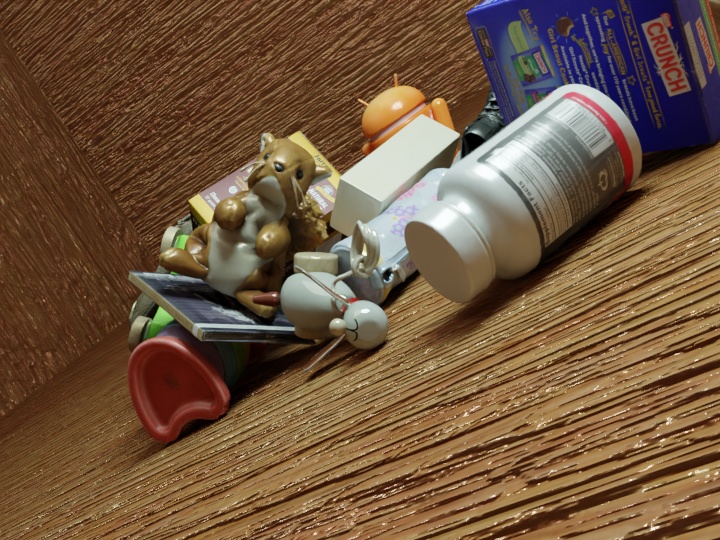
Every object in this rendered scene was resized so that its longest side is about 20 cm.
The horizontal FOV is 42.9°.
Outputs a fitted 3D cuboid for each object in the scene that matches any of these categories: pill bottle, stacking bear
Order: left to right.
[{"bbox_3d":[-0.176,0.097,1.085,0.121,0.114,0.200,-29,5,26],"label":"stacking bear"},{"bbox_3d":[0.135,-0.063,0.777,0.199,0.111,0.111,-37,9,-21],"label":"pill bottle"}]

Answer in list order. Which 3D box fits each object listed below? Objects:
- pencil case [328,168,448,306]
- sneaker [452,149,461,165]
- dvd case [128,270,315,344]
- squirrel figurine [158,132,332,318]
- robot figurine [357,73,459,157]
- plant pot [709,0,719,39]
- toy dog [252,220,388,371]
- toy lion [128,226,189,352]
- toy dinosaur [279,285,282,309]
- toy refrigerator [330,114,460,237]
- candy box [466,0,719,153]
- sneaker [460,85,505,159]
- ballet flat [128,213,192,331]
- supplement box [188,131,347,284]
[{"bbox_3d":[0.052,-0.040,1.046,0.200,0.084,0.090,-40,11,-36],"label":"pencil case"},{"bbox_3d":[0.165,-0.148,1.244,0.116,0.075,0.200,-49,-3,-34],"label":"sneaker"},{"bbox_3d":[-0.162,0.042,1.058,0.147,0.016,0.199,6,14,-39],"label":"dvd case"},{"bbox_3d":[-0.112,-0.062,1.075,0.188,0.140,0.200,-65,-9,6],"label":"squirrel figurine"},{"bbox_3d":[0.079,-0.202,1.433,0.116,0.201,0.144,-36,8,-14],"label":"robot figurine"},{"bbox_3d":[0.290,-0.207,0.925,0.198,0.094,0.201,6,-12,1],"label":"plant pot"},{"bbox_3d":[-0.048,0.034,0.924,0.095,0.134,0.200,-5,-10,-19],"label":"toy dog"},{"bbox_3d":[-0.240,0.067,1.231,0.192,0.068,0.202,86,-163,-71],"label":"toy lion"},{"bbox_3d":[-0.108,0.058,1.234,0.199,0.048,0.088,-39,16,-12],"label":"toy dinosaur"},{"bbox_3d":[0.044,-0.117,1.156,0.200,0.070,0.076,-44,-23,-43],"label":"toy refrigerator"},{"bbox_3d":[0.219,-0.191,0.836,0.199,0.170,0.077,-1,31,45],"label":"candy box"},{"bbox_3d":[0.168,-0.175,1.142,0.059,0.202,0.104,18,16,25],"label":"sneaker"},{"bbox_3d":[-0.286,0.002,1.338,0.201,0.046,0.067,-59,-3,2],"label":"ballet flat"},{"bbox_3d":[-0.124,-0.051,1.314,0.196,0.133,0.201,-36,-20,-22],"label":"supplement box"}]
